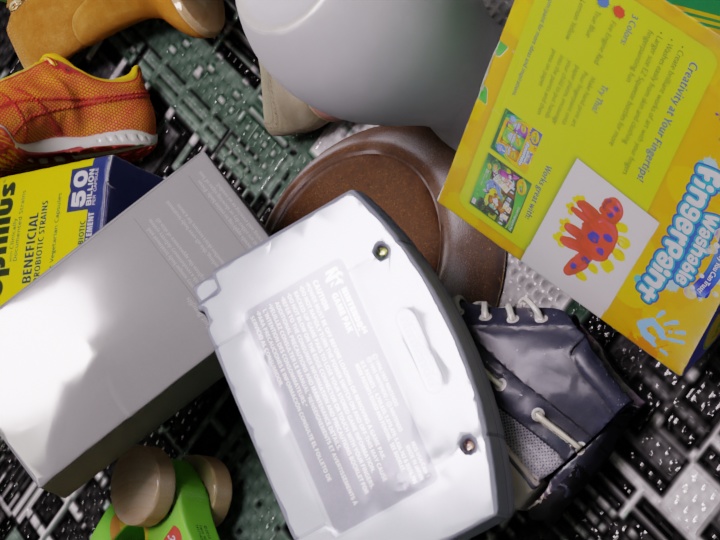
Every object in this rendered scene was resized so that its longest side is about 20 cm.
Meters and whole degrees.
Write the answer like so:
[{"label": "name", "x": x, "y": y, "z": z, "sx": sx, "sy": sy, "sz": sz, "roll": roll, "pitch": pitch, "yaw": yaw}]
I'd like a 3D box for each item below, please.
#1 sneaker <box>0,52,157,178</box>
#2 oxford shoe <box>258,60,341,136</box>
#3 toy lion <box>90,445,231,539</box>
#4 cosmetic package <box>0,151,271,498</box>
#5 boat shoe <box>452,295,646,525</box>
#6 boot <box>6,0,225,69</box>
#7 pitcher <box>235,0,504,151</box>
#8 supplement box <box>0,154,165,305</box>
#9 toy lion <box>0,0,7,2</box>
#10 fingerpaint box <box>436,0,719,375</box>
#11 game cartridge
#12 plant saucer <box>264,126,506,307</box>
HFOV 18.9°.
[{"label": "sneaker", "x": -0.227, "y": -0.105, "z": 1.442, "sx": 0.073, "sy": 0.199, "sz": 0.078, "roll": -25, "pitch": 77, "yaw": 43}, {"label": "oxford shoe", "x": -0.047, "y": -0.184, "z": 1.408, "sx": 0.073, "sy": 0.071, "sz": 0.202, "roll": -21, "pitch": 62, "yaw": 36}, {"label": "toy lion", "x": -0.120, "y": 0.239, "z": 1.316, "sx": 0.192, "sy": 0.068, "sz": 0.200, "roll": -55, "pitch": 48, "yaw": 21}, {"label": "cosmetic package", "x": -0.136, "y": 0.034, "z": 1.287, "sx": 0.199, "sy": 0.090, "sz": 0.107, "roll": -36, "pitch": 79, "yaw": -1}, {"label": "boat shoe", "x": 0.073, "y": 0.039, "z": 1.211, "sx": 0.093, "sy": 0.075, "sz": 0.200, "roll": -45, "pitch": 72, "yaw": 11}, {"label": "boot", "x": -0.177, "y": -0.179, "z": 1.509, "sx": 0.144, "sy": 0.071, "sz": 0.202, "roll": -42, "pitch": 40, "yaw": 12}, {"label": "pitcher", "x": 0.006, "y": -0.146, "z": 1.262, "sx": 0.171, "sy": 0.199, "sz": 0.122, "roll": 30, "pitch": 93, "yaw": 43}, {"label": "supplement box", "x": -0.207, "y": 0.003, "z": 1.445, "sx": 0.199, "sy": 0.109, "sz": 0.110, "roll": -9, "pitch": 68, "yaw": 38}, {"label": "toy lion", "x": -0.262, "y": -0.303, "z": 1.643, "sx": 0.199, "sy": 0.068, "sz": 0.194, "roll": -13, "pitch": 73, "yaw": 36}, {"label": "fingerpaint box", "x": 0.147, "y": -0.073, "z": 1.097, "sx": 0.166, "sy": 0.073, "sz": 0.201, "roll": 36, "pitch": 138, "yaw": 16}, {"label": "game cartridge", "x": 0.001, "y": 0.065, "z": 1.177, "sx": 0.132, "sy": 0.041, "sz": 0.201, "roll": -30, "pitch": 71, "yaw": 19}, {"label": "plant saucer", "x": 0.000, "y": 0.000, "z": 1.327, "sx": 0.199, "sy": 0.032, "sz": 0.202, "roll": -16, "pitch": 63, "yaw": 35}]
